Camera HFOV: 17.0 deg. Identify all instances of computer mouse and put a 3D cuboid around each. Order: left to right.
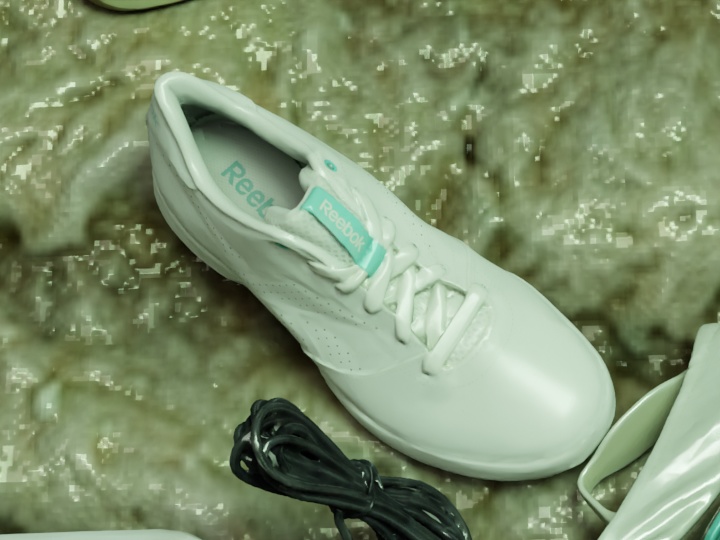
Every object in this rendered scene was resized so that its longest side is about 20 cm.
[{"bbox_3d":[0.006,0.148,0.768,0.046,0.140,0.201,-27,58,24],"label":"computer mouse"}]

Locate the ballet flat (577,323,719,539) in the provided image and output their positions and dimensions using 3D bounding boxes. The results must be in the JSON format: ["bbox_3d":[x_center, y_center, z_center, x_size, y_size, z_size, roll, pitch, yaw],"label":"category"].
[{"bbox_3d":[0.092,0.099,0.816,0.069,0.069,0.200,32,73,15],"label":"ballet flat"}]

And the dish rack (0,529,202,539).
[{"bbox_3d":[-0.114,0.182,0.726,0.171,0.044,0.201,-4,66,15],"label":"dish rack"}]

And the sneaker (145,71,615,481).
[{"bbox_3d":[0.000,0.000,0.839,0.200,0.089,0.075,35,76,15],"label":"sneaker"}]

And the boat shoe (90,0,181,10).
[{"bbox_3d":[-0.021,-0.155,0.908,0.199,0.063,0.073,-22,70,-3],"label":"boat shoe"}]
